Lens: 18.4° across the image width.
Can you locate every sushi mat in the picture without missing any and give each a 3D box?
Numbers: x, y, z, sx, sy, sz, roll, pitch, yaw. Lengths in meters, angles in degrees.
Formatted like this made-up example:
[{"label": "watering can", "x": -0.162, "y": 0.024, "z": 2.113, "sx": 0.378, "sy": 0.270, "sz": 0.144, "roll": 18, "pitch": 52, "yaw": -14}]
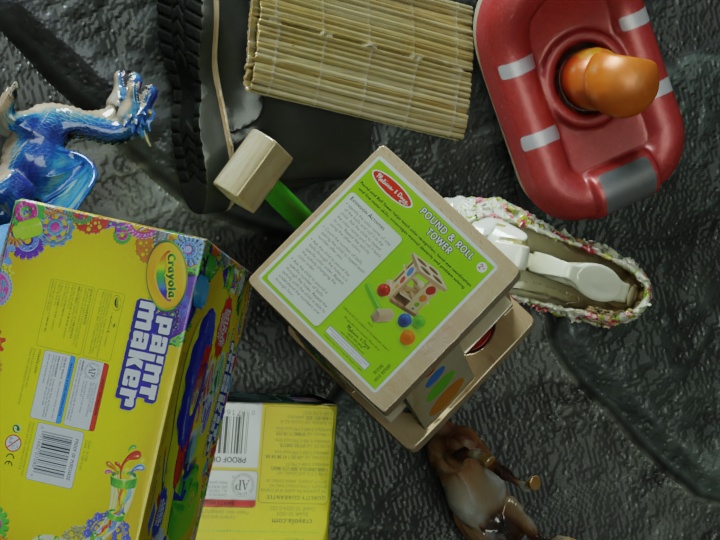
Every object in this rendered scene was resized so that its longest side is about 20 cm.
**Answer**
[{"label": "sushi mat", "x": 0.002, "y": -0.151, "z": 1.505, "sx": 0.199, "sy": 0.012, "sz": 0.096, "roll": 10, "pitch": 82, "yaw": -41}]

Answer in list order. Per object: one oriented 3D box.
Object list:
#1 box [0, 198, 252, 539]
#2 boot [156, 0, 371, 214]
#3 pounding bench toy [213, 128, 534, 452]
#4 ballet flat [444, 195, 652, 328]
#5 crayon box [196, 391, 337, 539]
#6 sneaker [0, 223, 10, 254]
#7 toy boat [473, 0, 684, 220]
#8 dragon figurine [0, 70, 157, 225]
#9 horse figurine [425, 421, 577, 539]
[{"label": "box", "x": -0.157, "y": 0.076, "z": 1.378, "sx": 0.121, "sy": 0.193, "sz": 0.201, "roll": 12, "pitch": 86, "yaw": 7}, {"label": "boot", "x": -0.059, "y": -0.147, "z": 1.499, "sx": 0.138, "sy": 0.077, "sz": 0.201, "roll": -9, "pitch": 108, "yaw": -25}, {"label": "pounding bench toy", "x": 0.000, "y": 0.000, "z": 1.476, "sx": 0.200, "sy": 0.156, "sz": 0.124, "roll": 43, "pitch": 85, "yaw": 17}, {"label": "ballet flat", "x": 0.122, "y": -0.008, "z": 1.573, "sx": 0.199, "sy": 0.064, "sz": 0.076, "roll": 13, "pitch": 91, "yaw": -20}, {"label": "crayon box", "x": -0.088, "y": 0.184, "z": 1.519, "sx": 0.126, "sy": 0.051, "sz": 0.201, "roll": 4, "pitch": 92, "yaw": -20}, {"label": "sneaker", "x": -0.236, "y": 0.063, "z": 1.430, "sx": 0.078, "sy": 0.066, "sz": 0.201, "roll": -44, "pitch": 147, "yaw": -51}, {"label": "toy boat", "x": 0.163, "y": -0.134, "z": 1.542, "sx": 0.130, "sy": 0.131, "sz": 0.201, "roll": -24, "pitch": 102, "yaw": -17}, {"label": "dragon figurine", "x": -0.207, "y": -0.055, "z": 1.448, "sx": 0.099, "sy": 0.059, "sz": 0.201, "roll": 29, "pitch": 79, "yaw": -14}, {"label": "horse figurine", "x": 0.094, "y": 0.159, "z": 1.558, "sx": 0.050, "sy": 0.132, "sz": 0.200, "roll": -41, "pitch": 119, "yaw": -16}]
